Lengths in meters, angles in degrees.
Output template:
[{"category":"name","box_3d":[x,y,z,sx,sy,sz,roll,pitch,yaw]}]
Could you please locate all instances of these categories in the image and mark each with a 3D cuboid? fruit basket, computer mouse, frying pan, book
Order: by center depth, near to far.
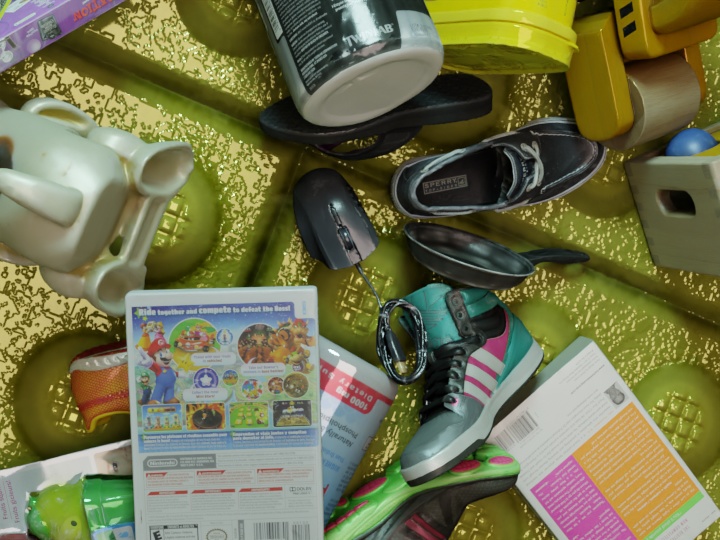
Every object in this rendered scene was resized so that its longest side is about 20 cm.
[{"category":"fruit basket","box_3d":[-0.236,0.240,1.031,0.197,0.094,0.188,-13,98,-14]},{"category":"computer mouse","box_3d":[0.000,0.000,1.057,0.058,0.034,0.201,-27,69,-6]},{"category":"frying pan","box_3d":[0.108,-0.015,1.119,0.114,0.189,0.031,26,107,28]},{"category":"book","box_3d":[0.210,0.179,1.171,0.133,0.048,0.201,-39,102,-6]}]

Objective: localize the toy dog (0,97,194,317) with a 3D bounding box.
[{"category":"toy dog","box_3d":[-0.256,-0.062,0.962,0.198,0.194,0.141,24,104,17]}]

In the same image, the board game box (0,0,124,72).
[{"category":"board game box","box_3d":[-0.261,-0.195,0.966,0.199,0.120,0.033,-34,133,-17]}]

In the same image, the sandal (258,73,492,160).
[{"category":"sandal","box_3d":[0.016,-0.119,1.083,0.198,0.076,0.048,-9,123,-15]}]

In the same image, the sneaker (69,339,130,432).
[{"category":"sneaker","box_3d":[-0.132,0.083,1.038,0.198,0.073,0.078,-12,98,19]}]

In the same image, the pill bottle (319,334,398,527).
[{"category":"pill bottle","box_3d":[-0.060,0.152,1.062,0.108,0.109,0.202,30,86,-15]}]

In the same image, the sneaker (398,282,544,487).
[{"category":"sneaker","box_3d":[0.068,0.075,1.076,0.121,0.083,0.200,54,43,-8]}]

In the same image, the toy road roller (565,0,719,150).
[{"category":"toy road roller","box_3d":[0.249,-0.207,1.080,0.122,0.145,0.203,-21,105,-35]}]

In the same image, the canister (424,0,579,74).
[{"category":"canister","box_3d":[0.119,-0.266,1.053,0.086,0.148,0.203,13,87,-38]}]

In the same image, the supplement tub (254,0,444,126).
[{"category":"supplement tub","box_3d":[-0.024,-0.224,1.010,0.121,0.123,0.202,-17,75,-12]}]

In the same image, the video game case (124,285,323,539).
[{"category":"video game case","box_3d":[-0.100,0.114,0.981,0.141,0.018,0.203,-1,98,-2]}]

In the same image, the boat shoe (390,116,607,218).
[{"category":"boat shoe","box_3d":[0.125,-0.085,1.112,0.197,0.068,0.073,-11,98,-15]}]

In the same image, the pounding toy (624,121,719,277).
[{"category":"pounding toy","box_3d":[0.349,-0.095,1.102,0.182,0.200,0.144,-22,100,-12]}]

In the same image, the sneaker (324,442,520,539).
[{"category":"sneaker","box_3d":[0.047,0.210,1.119,0.198,0.077,0.084,-27,107,2]}]
